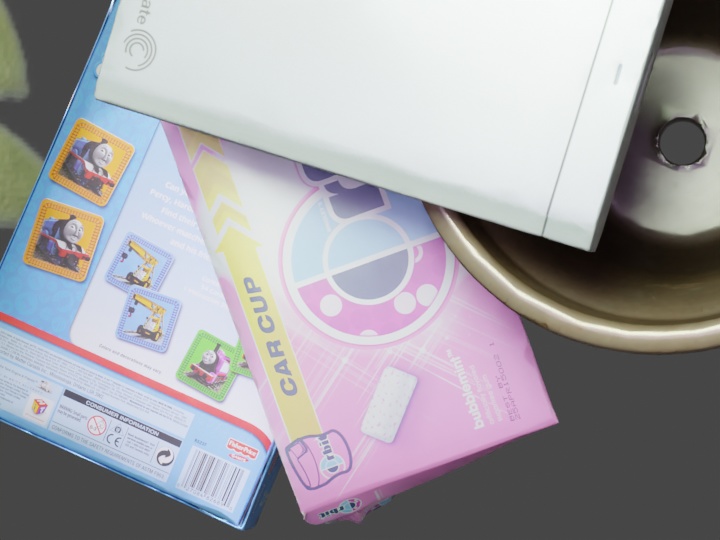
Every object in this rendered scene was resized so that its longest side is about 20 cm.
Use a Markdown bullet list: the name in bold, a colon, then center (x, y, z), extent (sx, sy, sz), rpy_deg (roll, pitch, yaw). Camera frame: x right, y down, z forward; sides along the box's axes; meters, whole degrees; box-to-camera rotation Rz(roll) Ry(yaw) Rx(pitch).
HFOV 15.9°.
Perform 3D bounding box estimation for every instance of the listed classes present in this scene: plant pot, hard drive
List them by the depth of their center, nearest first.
- **hard drive**: center (0.011, -0.099, 0.972), extent (0.200, 0.027, 0.132), rpy_deg (18, 94, 11)
- **plant pot**: center (0.125, -0.061, 1.054), extent (0.200, 0.175, 0.200), rpy_deg (-1, 86, 9)

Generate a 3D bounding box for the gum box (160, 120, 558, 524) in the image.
- **gum box**: center (0.000, 0.000, 1.092), extent (0.113, 0.066, 0.200), rpy_deg (-20, 88, 1)

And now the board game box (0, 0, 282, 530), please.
- **board game box**: center (-0.078, -0.006, 1.154), extent (0.151, 0.037, 0.200), rpy_deg (23, 91, 10)
